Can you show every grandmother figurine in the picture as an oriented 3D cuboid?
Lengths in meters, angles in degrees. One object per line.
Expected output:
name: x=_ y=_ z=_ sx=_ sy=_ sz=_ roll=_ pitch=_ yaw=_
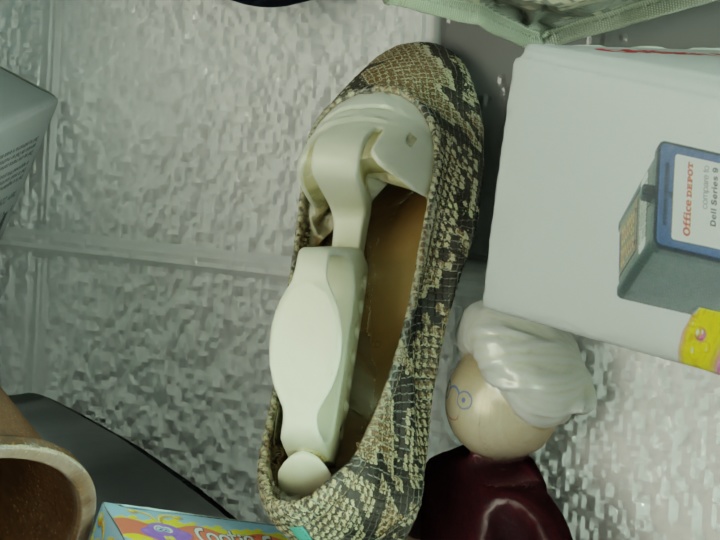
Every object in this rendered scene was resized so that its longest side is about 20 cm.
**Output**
grandmother figurine: x=0.040 y=0.108 z=0.970 sx=0.121 sy=0.061 sz=0.200 roll=19 pitch=102 yaw=48

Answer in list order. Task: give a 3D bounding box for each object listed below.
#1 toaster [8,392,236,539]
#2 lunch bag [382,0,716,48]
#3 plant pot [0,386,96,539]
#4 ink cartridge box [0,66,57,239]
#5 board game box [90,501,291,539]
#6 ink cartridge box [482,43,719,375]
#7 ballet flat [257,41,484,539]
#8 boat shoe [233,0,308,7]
toaster: x=-0.128 y=0.151 z=1.082 sx=0.181 sy=0.119 sz=0.200 roll=31 pitch=110 yaw=36
lunch bag: x=0.104 y=-0.173 z=0.877 sx=0.200 sy=0.118 sz=0.164 roll=-13 pitch=76 yaw=34
plant pot: x=-0.225 y=0.048 z=0.949 sx=0.200 sy=0.200 sz=0.198 roll=-49 pitch=63 yaw=30
ink cartridge box: x=-0.218 y=0.011 z=1.130 sx=0.084 sy=0.146 sz=0.200 roll=28 pitch=110 yaw=8
board game box: x=-0.055 y=0.196 z=0.955 sx=0.103 sy=0.105 sz=0.200 roll=-132 pitch=55 yaw=-61
ink cartridge box: x=0.158 y=-0.011 z=0.811 sx=0.200 sy=0.145 sz=0.088 roll=17 pitch=103 yaw=39
ballet flat: x=0.000 y=0.000 z=0.957 sx=0.068 sy=0.075 sz=0.200 roll=-1 pitch=68 yaw=27
boat shoe: x=-0.090 y=-0.159 z=1.069 sx=0.200 sy=0.069 sz=0.084 roll=25 pitch=119 yaw=41
